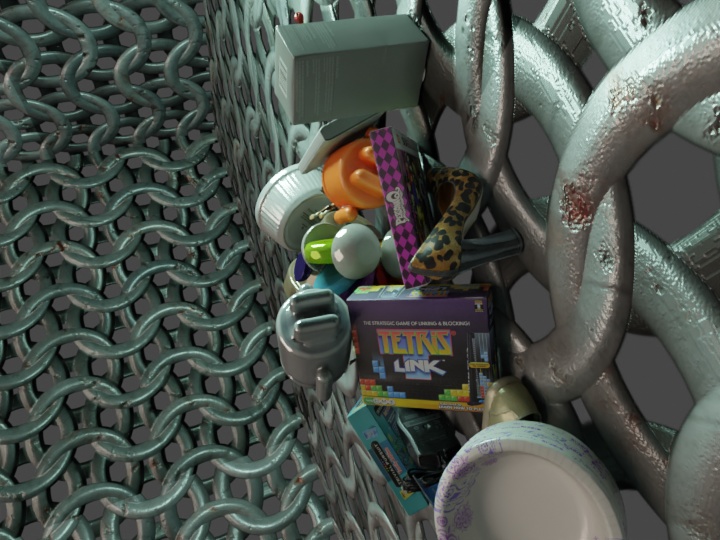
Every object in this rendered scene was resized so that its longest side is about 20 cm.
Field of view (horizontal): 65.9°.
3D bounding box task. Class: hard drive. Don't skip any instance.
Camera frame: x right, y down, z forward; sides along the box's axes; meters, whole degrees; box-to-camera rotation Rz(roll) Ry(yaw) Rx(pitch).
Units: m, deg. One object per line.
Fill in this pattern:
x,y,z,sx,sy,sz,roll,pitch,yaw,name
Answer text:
-0.036,-0.234,0.980,0.027,0.131,0.200,58,163,-4,hard drive

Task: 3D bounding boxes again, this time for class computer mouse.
0.116,0.304,0.959,0.201,0.136,0.054,-116,17,-62,computer mouse

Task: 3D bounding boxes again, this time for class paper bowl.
0.190,0.271,0.619,0.197,0.104,0.205,2,93,28,paper bowl

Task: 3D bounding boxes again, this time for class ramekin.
-0.134,-0.135,1.275,0.094,0.200,0.204,48,150,32,ramekin

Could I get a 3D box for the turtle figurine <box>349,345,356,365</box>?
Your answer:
0.060,0.169,0.949,0.202,0.141,0.196,-97,-3,-48,turtle figurine

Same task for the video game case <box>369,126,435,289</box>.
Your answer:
0.070,-0.086,0.771,0.181,0.035,0.204,-19,-84,-73,video game case

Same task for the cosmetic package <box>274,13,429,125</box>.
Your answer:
-0.013,-0.279,0.767,0.108,0.197,0.091,101,147,-49,cosmetic package

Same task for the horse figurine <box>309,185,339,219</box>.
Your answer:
-0.059,-0.114,1.204,0.050,0.132,0.201,42,143,19,horse figurine

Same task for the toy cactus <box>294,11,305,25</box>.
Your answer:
-0.094,-0.404,1.140,0.165,0.101,0.203,67,-176,-81,toy cactus

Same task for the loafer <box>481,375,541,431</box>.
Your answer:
0.194,0.239,0.721,0.068,0.074,0.204,-129,31,-65,loafer

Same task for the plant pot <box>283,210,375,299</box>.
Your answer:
-0.045,-0.017,1.122,0.201,0.197,0.177,57,138,45,plant pot

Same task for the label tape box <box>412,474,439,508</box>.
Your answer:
0.172,0.364,0.775,0.201,0.063,0.144,54,174,-30,label tape box

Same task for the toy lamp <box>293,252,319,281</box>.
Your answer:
-0.021,0.008,1.018,0.058,0.197,0.059,-29,56,54,toy lamp

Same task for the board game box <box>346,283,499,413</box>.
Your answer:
0.089,0.107,0.773,0.057,0.196,0.169,-43,-53,-60,board game box

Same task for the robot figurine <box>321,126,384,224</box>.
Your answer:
-0.001,-0.164,0.957,0.200,0.115,0.147,-170,64,-70,robot figurine

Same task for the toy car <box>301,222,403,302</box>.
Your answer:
0.000,0.000,0.915,0.174,0.197,0.153,10,99,58,toy car

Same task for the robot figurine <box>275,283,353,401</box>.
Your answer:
-0.068,0.106,0.836,0.201,0.111,0.172,97,165,-58,robot figurine

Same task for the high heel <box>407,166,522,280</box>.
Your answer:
0.090,-0.069,0.693,0.201,0.140,0.072,-122,25,-44,high heel

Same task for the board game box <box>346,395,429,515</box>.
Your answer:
0.063,0.318,1.024,0.202,0.047,0.151,57,-165,2,board game box
